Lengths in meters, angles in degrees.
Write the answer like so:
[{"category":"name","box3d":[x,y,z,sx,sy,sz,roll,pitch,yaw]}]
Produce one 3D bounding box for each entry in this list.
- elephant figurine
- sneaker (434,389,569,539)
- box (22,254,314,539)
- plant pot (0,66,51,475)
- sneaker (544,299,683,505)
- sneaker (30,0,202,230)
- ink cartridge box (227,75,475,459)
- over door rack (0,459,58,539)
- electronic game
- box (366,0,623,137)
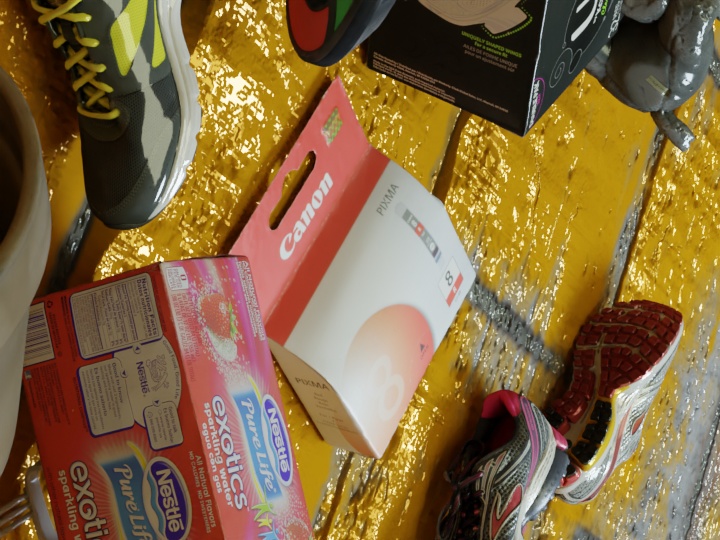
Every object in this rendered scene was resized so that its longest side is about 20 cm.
[{"category":"elephant figurine","box3d":[0.233,-0.228,1.396,0.201,0.141,0.156,-66,178,-47]},{"category":"sneaker","box3d":[0.086,0.182,1.334,0.075,0.080,0.201,51,48,-34]},{"category":"box","box3d":[-0.096,0.100,0.922,0.095,0.099,0.202,-6,81,-64]},{"category":"plant pot","box3d":[-0.213,0.025,0.728,0.200,0.199,0.174,-54,156,-33]},{"category":"sneaker","box3d":[0.207,0.108,1.505,0.200,0.077,0.082,-53,144,-21]},{"category":"sneaker","box3d":[-0.133,-0.121,0.906,0.084,0.074,0.202,-1,92,-51]},{"category":"ink cartridge box","box3d":[0.000,0.000,1.160,0.163,0.050,0.201,-60,147,-27]},{"category":"over door rack","box3d":[-0.184,0.218,0.923,0.147,0.066,0.202,-31,125,-49]},{"category":"electronic game","box3d":[-0.002,-0.211,0.987,0.041,0.200,0.202,12,89,-19]},{"category":"box","box3d":[0.097,-0.219,1.126,0.149,0.124,0.201,-48,155,-40]}]
